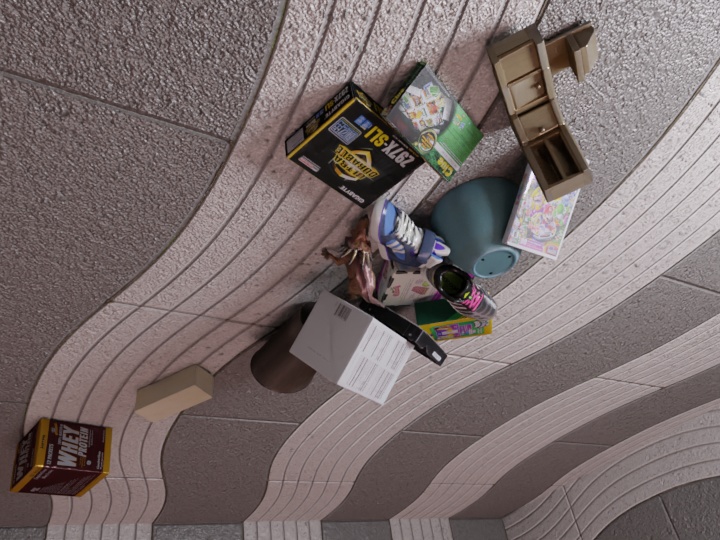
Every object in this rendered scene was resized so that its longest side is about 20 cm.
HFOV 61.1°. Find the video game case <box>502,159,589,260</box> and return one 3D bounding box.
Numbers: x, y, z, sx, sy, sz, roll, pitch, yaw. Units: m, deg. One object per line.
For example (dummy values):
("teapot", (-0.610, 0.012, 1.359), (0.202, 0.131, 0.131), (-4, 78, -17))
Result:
("video game case", (0.354, -0.132, 1.158), (0.141, 0.018, 0.204), (13, 97, -31))

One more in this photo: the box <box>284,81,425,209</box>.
("box", (-0.005, -0.204, 1.038), (0.159, 0.050, 0.199), (-35, 138, 26))

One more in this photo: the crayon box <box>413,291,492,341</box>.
("crayon box", (0.223, 0.114, 1.438), (0.169, 0.059, 0.200), (-10, 161, 9))

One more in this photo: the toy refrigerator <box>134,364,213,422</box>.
("toy refrigerator", (-0.484, 0.318, 1.585), (0.197, 0.071, 0.076), (-25, 135, 17))

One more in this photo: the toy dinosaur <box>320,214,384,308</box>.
("toy dinosaur", (0.000, 0.000, 1.229), (0.085, 0.203, 0.135), (-27, -169, -21))

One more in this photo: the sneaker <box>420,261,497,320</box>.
("sneaker", (0.214, 0.048, 1.272), (0.199, 0.087, 0.074), (37, 92, -16))

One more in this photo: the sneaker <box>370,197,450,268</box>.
("sneaker", (0.104, -0.069, 1.182), (0.144, 0.082, 0.201), (10, 157, 16))

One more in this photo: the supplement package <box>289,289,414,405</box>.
("supplement package", (-0.014, 0.167, 1.303), (0.152, 0.151, 0.200), (-60, 142, -5))

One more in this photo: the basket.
("basket", (-0.140, 0.179, 1.445), (0.178, 0.137, 0.200), (2, 140, -42))

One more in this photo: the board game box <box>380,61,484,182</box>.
("board game box", (0.124, -0.240, 1.011), (0.105, 0.023, 0.199), (-52, 134, 3))

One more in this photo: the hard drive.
("hard drive", (0.098, 0.138, 1.413), (0.038, 0.199, 0.140), (-53, 135, -9))

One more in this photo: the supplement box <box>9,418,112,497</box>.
("supplement box", (-0.834, 0.527, 1.704), (0.198, 0.135, 0.197), (22, 133, -38))

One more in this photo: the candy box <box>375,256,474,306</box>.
("candy box", (0.144, 0.018, 1.367), (0.196, 0.062, 0.137), (-1, 145, -16))

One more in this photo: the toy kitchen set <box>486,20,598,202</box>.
("toy kitchen set", (0.317, -0.259, 0.942), (0.161, 0.183, 0.200), (-24, 147, 15))

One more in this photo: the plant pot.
("plant pot", (0.250, -0.066, 1.222), (0.196, 0.137, 0.202), (-8, 144, -6))
